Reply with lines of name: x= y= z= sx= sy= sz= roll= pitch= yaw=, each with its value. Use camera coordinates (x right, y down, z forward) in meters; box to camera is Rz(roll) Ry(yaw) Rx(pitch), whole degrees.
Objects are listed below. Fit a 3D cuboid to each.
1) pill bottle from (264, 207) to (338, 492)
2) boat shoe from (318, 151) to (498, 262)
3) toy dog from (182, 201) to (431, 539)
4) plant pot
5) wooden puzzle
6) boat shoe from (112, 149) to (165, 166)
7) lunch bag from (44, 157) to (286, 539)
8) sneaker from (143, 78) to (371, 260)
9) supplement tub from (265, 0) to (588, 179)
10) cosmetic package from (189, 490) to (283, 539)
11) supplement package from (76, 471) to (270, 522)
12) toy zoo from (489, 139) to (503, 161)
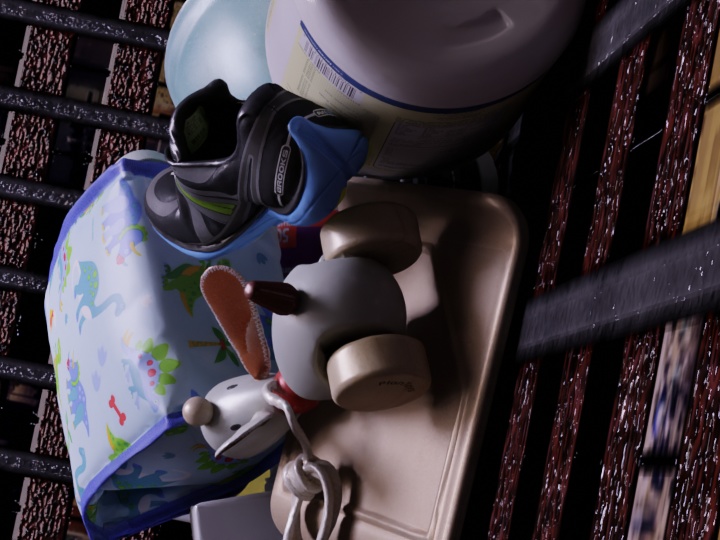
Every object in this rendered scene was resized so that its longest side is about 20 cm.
pill bottle: x=-0.021 y=0.048 z=1.498 sx=0.112 sy=0.112 sz=0.200 roll=129 pitch=141 yaw=-81
boat shoe: x=0.000 y=0.000 z=1.371 sx=0.200 sy=0.068 sz=0.072 roll=-55 pitch=50 yaw=36
toy dog: x=-0.043 y=0.044 z=1.215 sx=0.200 sy=0.096 sz=0.132 roll=-59 pitch=35 yaw=34
plant pot: x=-0.017 y=-0.105 z=1.598 sx=0.200 sy=0.200 sz=0.134 roll=105 pitch=154 yaw=-43
wooden puzzle: x=0.022 y=0.056 z=1.233 sx=0.185 sy=0.037 sz=0.200 roll=11 pitch=92 yaw=62
boat shoe: x=-0.086 y=-0.012 z=1.639 sx=0.076 sy=0.200 sz=0.060 roll=-57 pitch=35 yaw=15
lunch bag: x=-0.123 y=0.052 z=1.434 sx=0.200 sy=0.127 sz=0.170 roll=-39 pitch=55 yaw=48
sneaker: x=-0.063 y=-0.058 z=1.222 sx=0.071 sy=0.083 sz=0.200 roll=-53 pitch=14 yaw=-20
supplement tub: x=0.028 y=-0.128 z=1.207 sx=0.200 sy=0.145 sz=0.145 roll=119 pitch=162 yaw=-76
cosmetic package: x=-0.049 y=0.228 z=1.387 sx=0.101 sy=0.071 sz=0.200 roll=129 pitch=133 yaw=-81
supplement package: x=-0.081 y=0.099 z=1.672 sx=0.151 sy=0.200 sz=0.152 roll=165 pitch=116 yaw=-85
toy zoo: x=0.067 y=-0.095 z=1.436 sx=0.200 sy=0.020 sz=0.131 roll=108 pitch=172 yaw=-60
